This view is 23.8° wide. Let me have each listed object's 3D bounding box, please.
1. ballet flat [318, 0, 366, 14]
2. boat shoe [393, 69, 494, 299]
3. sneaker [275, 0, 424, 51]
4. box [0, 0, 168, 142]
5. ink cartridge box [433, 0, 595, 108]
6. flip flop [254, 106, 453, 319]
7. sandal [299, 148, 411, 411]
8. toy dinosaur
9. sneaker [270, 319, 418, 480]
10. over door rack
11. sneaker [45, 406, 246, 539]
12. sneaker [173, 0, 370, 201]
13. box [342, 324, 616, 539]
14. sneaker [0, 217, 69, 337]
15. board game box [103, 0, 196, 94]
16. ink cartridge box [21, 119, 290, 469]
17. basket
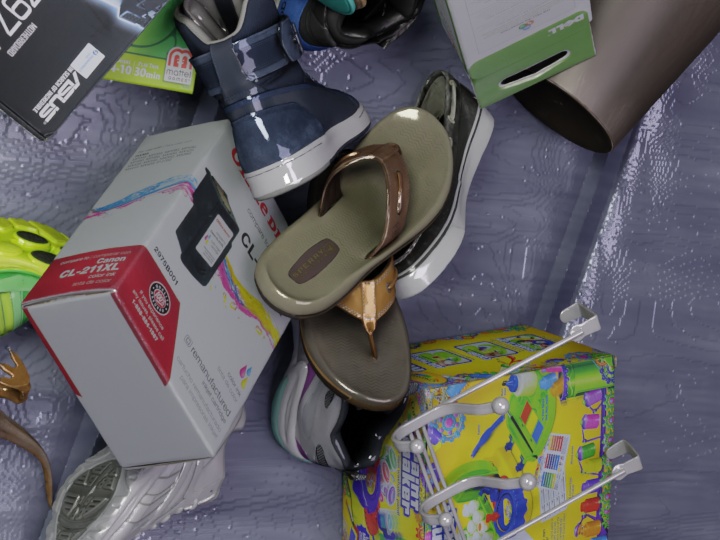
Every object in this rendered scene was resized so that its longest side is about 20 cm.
[{"bbox_3d":[-0.063,-0.255,1.150,0.199,0.070,0.066,36,71,-23],"label":"ballet flat"},{"bbox_3d":[0.045,-0.068,1.312,0.064,0.070,0.201,45,46,-31],"label":"boat shoe"},{"bbox_3d":[0.027,-0.233,1.262,0.200,0.111,0.077,-43,121,-19],"label":"sneaker"},{"bbox_3d":[-0.200,-0.208,1.089,0.160,0.044,0.200,40,101,-19],"label":"box"},{"bbox_3d":[0.108,-0.203,1.240,0.103,0.060,0.200,-26,157,2],"label":"ink cartridge box"},{"bbox_3d":[0.000,-0.047,1.191,0.200,0.081,0.058,-45,161,-31],"label":"flip flop"},{"bbox_3d":[0.000,0.000,1.221,0.081,0.055,0.202,5,68,-13],"label":"sandal"},{"bbox_3d":[-0.262,0.096,1.166,0.199,0.106,0.061,29,60,-31],"label":"toy dinosaur"},{"bbox_3d":[-0.001,0.059,1.289,0.077,0.139,0.202,-4,103,-33],"label":"sneaker"},{"bbox_3d":[0.130,0.137,1.294,0.199,0.066,0.149,-32,117,-23],"label":"over door rack"},{"bbox_3d":[-0.147,0.158,1.252,0.201,0.078,0.099,-53,128,-14],"label":"sneaker"},{"bbox_3d":[-0.060,-0.143,1.205,0.076,0.202,0.147,-24,100,14],"label":"sneaker"},{"bbox_3d":[0.095,0.165,1.390,0.191,0.122,0.202,-7,105,-33],"label":"box"},{"bbox_3d":[-0.255,0.012,1.160,0.199,0.074,0.084,7,122,-38],"label":"sneaker"},{"bbox_3d":[-0.153,-0.231,1.178,0.101,0.047,0.202,6,97,-35],"label":"board game box"},{"bbox_3d":[-0.125,0.012,1.173,0.147,0.082,0.201,62,35,-28],"label":"ink cartridge box"},{"bbox_3d":[0.215,-0.209,1.387,0.201,0.136,0.180,-53,136,-9],"label":"basket"}]
